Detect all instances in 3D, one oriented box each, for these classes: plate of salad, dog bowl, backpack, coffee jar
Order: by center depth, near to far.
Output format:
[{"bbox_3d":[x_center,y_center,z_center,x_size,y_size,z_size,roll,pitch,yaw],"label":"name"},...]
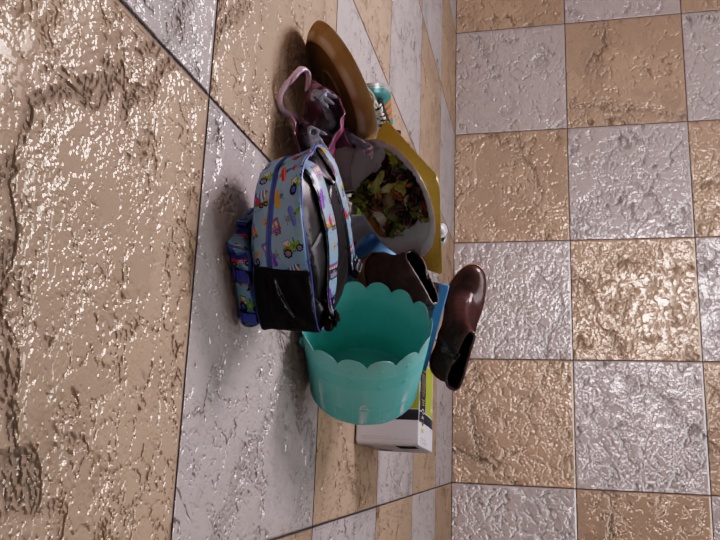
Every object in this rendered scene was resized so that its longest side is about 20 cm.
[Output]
[{"bbox_3d":[-0.083,-0.046,0.931,0.183,0.132,0.203,-66,152,-60],"label":"backpack"},{"bbox_3d":[0.041,-0.105,1.189,0.048,0.199,0.202,-28,127,-28],"label":"plate of salad"},{"bbox_3d":[0.013,0.010,1.356,0.112,0.049,0.201,50,57,-25],"label":"dog bowl"},{"bbox_3d":[-0.004,-0.196,1.385,0.200,0.084,0.106,-35,122,-75],"label":"coffee jar"}]

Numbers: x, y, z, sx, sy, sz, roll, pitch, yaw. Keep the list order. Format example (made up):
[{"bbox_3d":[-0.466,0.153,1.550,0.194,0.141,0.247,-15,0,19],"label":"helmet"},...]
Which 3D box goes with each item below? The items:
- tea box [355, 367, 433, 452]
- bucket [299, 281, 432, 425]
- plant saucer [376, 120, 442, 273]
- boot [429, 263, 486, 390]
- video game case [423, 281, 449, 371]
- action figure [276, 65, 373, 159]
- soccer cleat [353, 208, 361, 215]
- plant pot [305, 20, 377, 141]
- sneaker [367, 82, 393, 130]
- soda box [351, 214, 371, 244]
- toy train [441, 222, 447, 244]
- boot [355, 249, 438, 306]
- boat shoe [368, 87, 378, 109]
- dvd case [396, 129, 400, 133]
[{"bbox_3d":[0.078,0.275,1.602,0.200,0.132,0.200,54,38,-68],"label":"tea box"},{"bbox_3d":[0.007,0.127,1.176,0.208,0.204,0.136,-72,168,-54],"label":"bucket"},{"bbox_3d":[0.070,-0.117,1.279,0.201,0.048,0.202,-123,-160,-45],"label":"plant saucer"},{"bbox_3d":[0.173,0.090,1.247,0.166,0.071,0.202,-139,-111,-85],"label":"boot"},{"bbox_3d":[0.115,0.090,1.323,0.200,0.018,0.145,-162,-93,-88],"label":"video game case"},{"bbox_3d":[-0.071,-0.183,1.148,0.134,0.149,0.200,-46,173,-9],"label":"action figure"},{"bbox_3d":[0.039,-0.141,1.528,0.081,0.067,0.203,26,73,-41],"label":"soccer cleat"},{"bbox_3d":[-0.036,-0.286,1.181,0.201,0.027,0.200,58,-11,18],"label":"plant pot"},{"bbox_3d":[0.037,-0.331,1.597,0.200,0.070,0.081,32,54,-76],"label":"sneaker"},{"bbox_3d":[0.000,0.000,1.434,0.068,0.062,0.203,29,61,-75],"label":"soda box"},{"bbox_3d":[0.082,-0.053,1.494,0.114,0.199,0.086,-47,115,-30],"label":"toy train"},{"bbox_3d":[0.069,0.062,1.255,0.072,0.166,0.202,-33,105,-31],"label":"boot"},{"bbox_3d":[-0.004,-0.302,1.360,0.200,0.063,0.071,-88,153,-69],"label":"boat shoe"},{"bbox_3d":[0.051,-0.190,1.644,0.143,0.017,0.203,-41,137,-57],"label":"dvd case"}]
